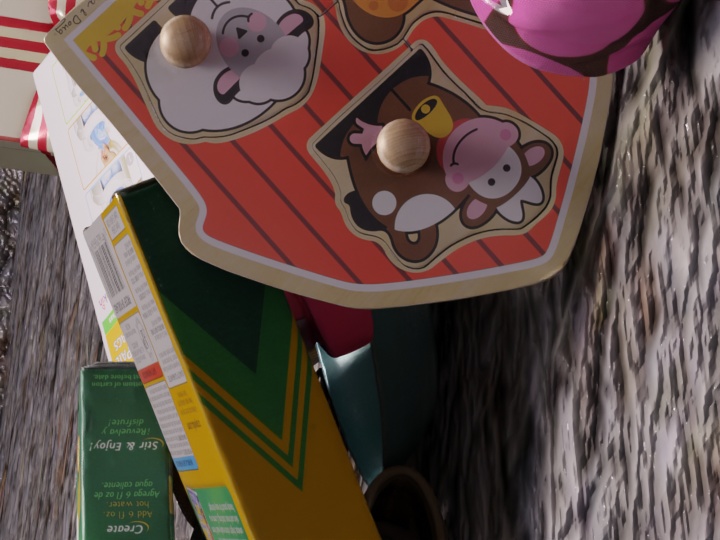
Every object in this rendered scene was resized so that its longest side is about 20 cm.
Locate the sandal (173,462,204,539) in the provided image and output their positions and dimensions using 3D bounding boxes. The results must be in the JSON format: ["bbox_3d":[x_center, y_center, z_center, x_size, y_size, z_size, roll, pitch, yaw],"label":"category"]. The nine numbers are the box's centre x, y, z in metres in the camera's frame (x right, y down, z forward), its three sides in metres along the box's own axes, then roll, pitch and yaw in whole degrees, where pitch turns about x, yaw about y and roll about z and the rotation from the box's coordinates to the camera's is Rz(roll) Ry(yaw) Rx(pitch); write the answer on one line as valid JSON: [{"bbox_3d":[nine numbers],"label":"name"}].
[{"bbox_3d":[-0.071,0.088,1.114,0.082,0.054,0.201,-60,-10,-60],"label":"sandal"}]

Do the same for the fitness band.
[{"bbox_3d":[-0.051,-0.046,0.967,0.200,0.037,0.144,57,167,43],"label":"fitness band"}]

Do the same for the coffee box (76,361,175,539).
[{"bbox_3d":[-0.103,0.157,1.011,0.123,0.044,0.201,102,166,-57],"label":"coffee box"}]

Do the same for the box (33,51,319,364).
[{"bbox_3d":[-0.084,-0.043,1.217,0.101,0.112,0.201,-40,58,44],"label":"box"}]

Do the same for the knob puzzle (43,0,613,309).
[{"bbox_3d":[0.008,-0.074,0.859,0.030,0.218,0.221,69,-152,-87],"label":"knob puzzle"}]

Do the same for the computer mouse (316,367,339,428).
[{"bbox_3d":[-0.053,0.125,1.296,0.200,0.046,0.141,0,78,65],"label":"computer mouse"}]

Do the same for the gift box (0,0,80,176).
[{"bbox_3d":[-0.209,-0.170,1.858,0.187,0.198,0.186,79,-166,-83],"label":"gift box"}]

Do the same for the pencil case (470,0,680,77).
[{"bbox_3d":[0.093,-0.155,0.751,0.094,0.090,0.200,54,146,18],"label":"pencil case"}]

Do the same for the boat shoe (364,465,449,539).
[{"bbox_3d":[0.008,0.170,0.940,0.201,0.071,0.065,-93,17,-44],"label":"boat shoe"}]

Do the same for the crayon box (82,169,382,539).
[{"bbox_3d":[-0.049,0.061,0.937,0.126,0.051,0.201,156,93,-76],"label":"crayon box"}]

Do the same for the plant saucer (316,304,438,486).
[{"bbox_3d":[0.000,0.000,1.053,0.200,0.036,0.201,167,90,-82],"label":"plant saucer"}]
